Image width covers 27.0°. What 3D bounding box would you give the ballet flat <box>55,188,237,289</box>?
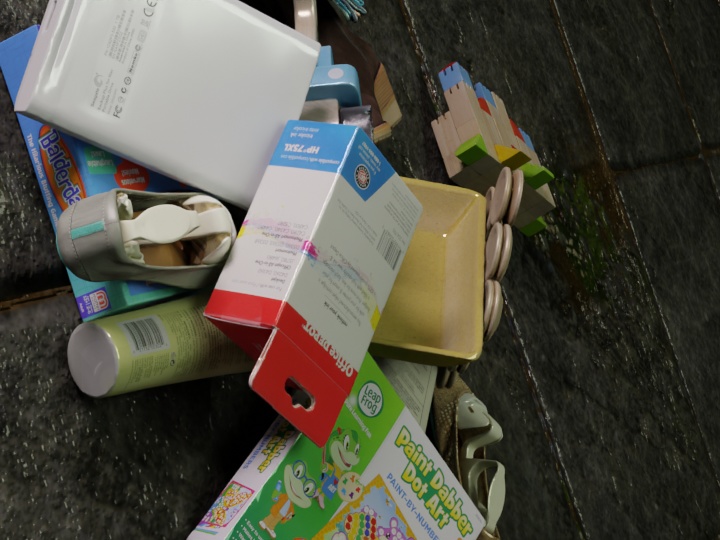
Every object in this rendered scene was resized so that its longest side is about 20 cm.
[{"bbox_3d":[-0.122,-0.023,1.013,0.200,0.063,0.068,-6,78,-61],"label":"ballet flat"}]

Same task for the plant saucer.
[{"bbox_3d":[0.000,0.000,1.223,0.201,0.198,0.049,-83,-176,-47],"label":"plant saucer"}]

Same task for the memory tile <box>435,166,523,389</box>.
[{"bbox_3d":[0.101,0.010,1.289,0.200,0.017,0.155,115,-14,-69],"label":"memory tile"}]

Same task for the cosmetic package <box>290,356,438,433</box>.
[{"bbox_3d":[0.011,0.069,1.276,0.105,0.071,0.201,53,33,-28],"label":"cosmetic package"}]

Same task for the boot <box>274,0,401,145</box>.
[{"bbox_3d":[-0.037,-0.181,1.359,0.167,0.072,0.200,56,21,-8],"label":"boot"}]

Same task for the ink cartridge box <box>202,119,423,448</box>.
[{"bbox_3d":[-0.037,0.009,1.063,0.116,0.067,0.201,48,59,-50],"label":"ink cartridge box"}]

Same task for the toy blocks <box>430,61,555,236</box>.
[{"bbox_3d":[0.137,-0.138,1.627,0.200,0.100,0.138,31,36,-49],"label":"toy blocks"}]

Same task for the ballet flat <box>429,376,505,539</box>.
[{"bbox_3d":[0.103,0.173,1.378,0.070,0.065,0.202,34,44,-47],"label":"ballet flat"}]

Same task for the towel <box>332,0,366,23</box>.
[{"bbox_3d":[-0.046,-0.288,1.347,0.147,0.022,0.200,51,7,-9],"label":"towel"}]

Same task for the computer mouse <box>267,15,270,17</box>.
[{"bbox_3d":[-0.110,-0.131,1.162,0.200,0.046,0.142,-26,117,-77],"label":"computer mouse"}]

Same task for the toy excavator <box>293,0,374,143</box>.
[{"bbox_3d":[-0.042,-0.156,1.189,0.195,0.099,0.201,81,3,-49],"label":"toy excavator"}]

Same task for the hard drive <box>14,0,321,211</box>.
[{"bbox_3d":[-0.127,-0.134,1.033,0.199,0.026,0.133,23,82,-37],"label":"hard drive"}]

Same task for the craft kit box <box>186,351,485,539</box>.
[{"bbox_3d":[-0.010,0.195,1.122,0.201,0.048,0.198,55,50,-26],"label":"craft kit box"}]

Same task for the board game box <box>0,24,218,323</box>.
[{"bbox_3d":[-0.169,-0.073,1.077,0.152,0.045,0.202,-16,87,-62],"label":"board game box"}]

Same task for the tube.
[{"bbox_3d":[-0.116,0.048,1.054,0.052,0.058,0.199,41,31,26],"label":"tube"}]
